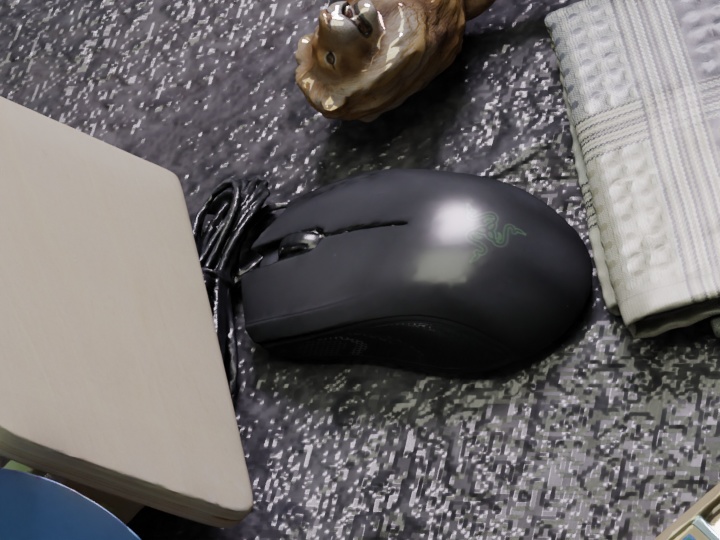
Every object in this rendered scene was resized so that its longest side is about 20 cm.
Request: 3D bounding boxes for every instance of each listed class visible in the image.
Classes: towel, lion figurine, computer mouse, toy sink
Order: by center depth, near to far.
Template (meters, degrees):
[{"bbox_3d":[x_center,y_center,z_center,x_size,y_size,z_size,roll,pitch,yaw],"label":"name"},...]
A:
[{"bbox_3d":[-0.141,0.041,0.940,0.112,0.130,0.201,-45,42,27],"label":"toy sink"},{"bbox_3d":[0.184,-0.064,0.968,0.191,0.035,0.201,-16,47,9],"label":"towel"},{"bbox_3d":[0.000,0.000,0.980,0.198,0.053,0.139,-3,52,22],"label":"computer mouse"},{"bbox_3d":[0.015,-0.154,1.093,0.122,0.073,0.201,-34,32,14],"label":"lion figurine"}]

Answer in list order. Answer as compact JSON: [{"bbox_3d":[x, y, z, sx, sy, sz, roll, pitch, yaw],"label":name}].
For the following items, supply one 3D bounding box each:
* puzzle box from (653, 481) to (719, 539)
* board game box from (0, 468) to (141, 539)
[{"bbox_3d":[0.179,0.150,0.801,0.133,0.025,0.200,-40,49,-8],"label":"puzzle box"},{"bbox_3d":[-0.126,0.171,0.864,0.157,0.039,0.202,-10,92,27],"label":"board game box"}]
